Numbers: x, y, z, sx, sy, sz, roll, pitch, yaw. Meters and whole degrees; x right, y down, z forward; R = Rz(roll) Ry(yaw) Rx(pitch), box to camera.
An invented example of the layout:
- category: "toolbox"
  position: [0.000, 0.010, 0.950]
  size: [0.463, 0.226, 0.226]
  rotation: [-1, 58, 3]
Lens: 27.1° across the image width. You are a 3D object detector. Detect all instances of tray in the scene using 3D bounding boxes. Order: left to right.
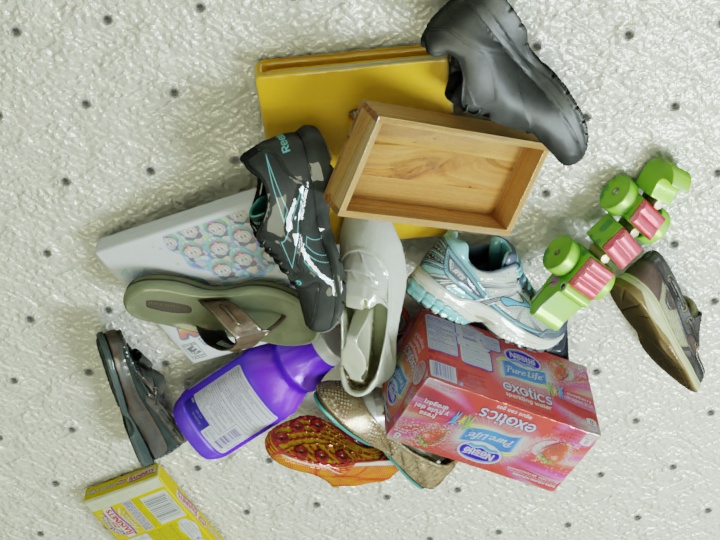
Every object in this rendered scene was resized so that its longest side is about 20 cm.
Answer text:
- category: "tray"
  position: [0.070, -0.090, 1.345]
  size: [0.199, 0.037, 0.099]
  rotation: [6, 120, -35]

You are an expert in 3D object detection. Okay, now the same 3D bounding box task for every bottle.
- category: "bottle"
  position: [-0.101, 0.119, 1.554]
  size: [0.199, 0.065, 0.084]
  rotation: [-34, 96, 24]

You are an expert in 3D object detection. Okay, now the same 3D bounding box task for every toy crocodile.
- category: "toy crocodile"
  position: [0.239, -0.024, 1.429]
  size: [0.067, 0.062, 0.200]
  rotation: [37, 100, -28]

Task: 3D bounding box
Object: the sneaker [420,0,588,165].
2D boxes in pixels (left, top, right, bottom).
- category: "sneaker"
  position: [0.125, -0.161, 1.307]
  size: [0.091, 0.076, 0.200]
  rotation: [-39, 115, 3]

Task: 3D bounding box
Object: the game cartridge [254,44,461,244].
- category: "game cartridge"
  position: [0.002, -0.112, 1.383]
  size: [0.174, 0.033, 0.201]
  rotation: [-4, 131, 4]

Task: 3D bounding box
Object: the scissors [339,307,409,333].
- category: "scissors"
  position: [0.000, 0.000, 1.494]
  size: [0.072, 0.014, 0.201]
  rotation: [-9, 131, 7]

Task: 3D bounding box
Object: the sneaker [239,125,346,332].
- category: "sneaker"
  position: [-0.062, -0.033, 1.365]
  size: [0.079, 0.075, 0.202]
  rotation: [-14, 115, -16]

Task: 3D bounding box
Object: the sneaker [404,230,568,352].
- category: "sneaker"
  position: [0.141, 0.018, 1.463]
  size: [0.199, 0.078, 0.087]
  rotation: [17, 109, -37]

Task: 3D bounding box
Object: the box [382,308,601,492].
- category: "box"
  position: [0.128, 0.130, 1.496]
  size: [0.199, 0.103, 0.095]
  rotation: [19, 128, -19]

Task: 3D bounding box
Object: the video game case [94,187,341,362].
- category: "video game case"
  position: [-0.130, 0.009, 1.469]
  size: [0.198, 0.024, 0.182]
  rotation: [-16, 132, 25]

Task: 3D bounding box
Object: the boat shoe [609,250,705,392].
- category: "boat shoe"
  position: [0.316, 0.054, 1.512]
  size: [0.065, 0.073, 0.200]
  rotation: [-46, 138, -6]

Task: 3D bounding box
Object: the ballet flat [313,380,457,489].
- category: "ballet flat"
  position: [0.034, 0.158, 1.548]
  size: [0.065, 0.071, 0.200]
  rotation: [-36, 131, 18]

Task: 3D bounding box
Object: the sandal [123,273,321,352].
- category: "sandal"
  position: [-0.134, 0.051, 1.455]
  size: [0.199, 0.058, 0.080]
  rotation: [5, 137, 4]

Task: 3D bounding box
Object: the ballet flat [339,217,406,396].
- category: "ballet flat"
  position: [0.005, 0.036, 1.424]
  size: [0.069, 0.070, 0.202]
  rotation: [-1, 122, -1]

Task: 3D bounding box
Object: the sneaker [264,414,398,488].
- category: "sneaker"
  position: [-0.027, 0.204, 1.595]
  size: [0.199, 0.073, 0.077]
  rotation: [14, 129, -43]

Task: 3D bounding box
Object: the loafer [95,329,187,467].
- category: "loafer"
  position: [-0.229, 0.126, 1.573]
  size: [0.062, 0.072, 0.201]
  rotation: [-20, 139, -10]

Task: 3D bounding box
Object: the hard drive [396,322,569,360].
- category: "hard drive"
  position: [0.124, 0.116, 1.578]
  size: [0.198, 0.043, 0.136]
  rotation: [-6, 131, 4]

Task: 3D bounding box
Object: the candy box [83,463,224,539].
- category: "candy box"
  position: [-0.227, 0.307, 1.746]
  size: [0.101, 0.027, 0.201]
  rotation: [-19, 128, 18]
